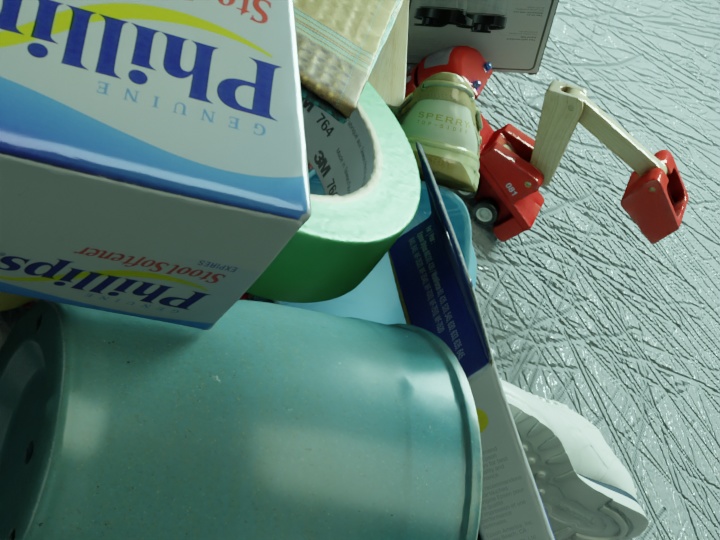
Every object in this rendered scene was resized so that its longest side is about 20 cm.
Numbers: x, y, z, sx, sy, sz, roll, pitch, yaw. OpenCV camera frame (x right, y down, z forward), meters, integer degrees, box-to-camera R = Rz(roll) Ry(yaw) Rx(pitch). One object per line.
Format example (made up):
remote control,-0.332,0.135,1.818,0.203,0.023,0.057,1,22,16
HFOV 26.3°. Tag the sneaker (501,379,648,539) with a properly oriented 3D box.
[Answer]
sneaker,0.116,0.118,1.035,0.200,0.076,0.081,41,30,-37

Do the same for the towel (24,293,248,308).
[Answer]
towel,-0.139,-0.026,0.840,0.199,0.022,0.146,25,49,-42

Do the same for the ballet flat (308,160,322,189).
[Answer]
ballet flat,-0.051,-0.131,0.999,0.063,0.076,0.201,10,49,-12

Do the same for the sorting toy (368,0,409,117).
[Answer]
sorting toy,-0.054,-0.211,0.962,0.197,0.070,0.201,16,49,-15

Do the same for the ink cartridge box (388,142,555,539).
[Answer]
ink cartridge box,0.054,0.058,0.836,0.198,0.047,0.201,-103,172,-66

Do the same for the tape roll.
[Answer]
tape roll,-0.062,-0.075,0.797,0.199,0.048,0.201,28,34,-21

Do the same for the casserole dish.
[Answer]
casserole dish,0.000,0.000,0.952,0.199,0.039,0.123,7,90,-51

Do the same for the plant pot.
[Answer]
plant pot,-0.077,0.101,0.702,0.186,0.200,0.202,16,53,-26

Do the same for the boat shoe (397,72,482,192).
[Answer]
boat shoe,0.048,-0.089,1.005,0.201,0.072,0.064,-35,138,-87

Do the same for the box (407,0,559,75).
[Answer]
box,0.088,-0.230,1.094,0.115,0.201,0.061,2,55,-5

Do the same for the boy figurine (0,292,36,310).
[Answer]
boy figurine,-0.142,-0.033,0.766,0.125,0.064,0.200,62,30,0

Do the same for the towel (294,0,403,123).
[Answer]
towel,-0.043,-0.173,0.854,0.146,0.022,0.201,31,40,-9

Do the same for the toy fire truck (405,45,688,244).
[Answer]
toy fire truck,0.132,-0.092,1.125,0.201,0.140,0.049,52,36,-14

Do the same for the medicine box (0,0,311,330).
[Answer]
medicine box,-0.126,-0.096,0.626,0.181,0.103,0.202,12,55,-28
